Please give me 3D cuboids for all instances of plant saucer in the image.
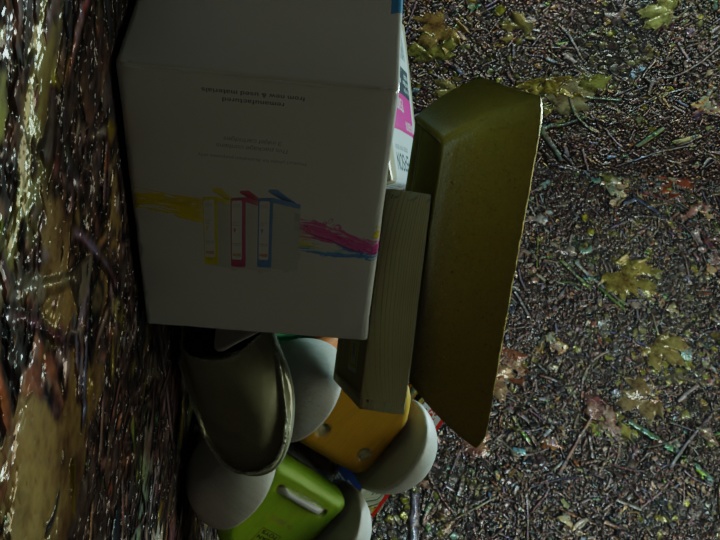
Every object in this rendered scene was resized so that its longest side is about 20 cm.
[{"bbox_3d":[0.054,-0.019,0.671,0.200,0.048,0.202,-108,-155,-76],"label":"plant saucer"}]

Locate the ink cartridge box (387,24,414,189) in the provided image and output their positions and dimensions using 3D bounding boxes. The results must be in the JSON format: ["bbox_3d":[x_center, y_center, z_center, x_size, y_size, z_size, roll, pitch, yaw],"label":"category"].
[{"bbox_3d":[0.001,-0.151,0.947,0.200,0.074,0.166,-17,100,-80],"label":"ink cartridge box"}]

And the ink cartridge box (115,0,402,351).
[{"bbox_3d":[-0.048,-0.062,0.568,0.201,0.124,0.129,96,-2,-48],"label":"ink cartridge box"}]

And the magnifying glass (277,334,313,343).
[{"bbox_3d":[-0.044,0.014,0.805,0.200,0.079,0.023,92,-18,-70],"label":"magnifying glass"}]

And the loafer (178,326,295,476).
[{"bbox_3d":[-0.091,0.056,0.728,0.068,0.075,0.202,-65,149,-70],"label":"loafer"}]

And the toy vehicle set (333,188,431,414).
[{"bbox_3d":[0.010,0.019,0.692,0.200,0.026,0.125,174,-76,-84],"label":"toy vehicle set"}]

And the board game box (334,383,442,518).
[{"bbox_3d":[0.000,0.117,0.986,0.201,0.046,0.152,-56,-130,20],"label":"board game box"}]

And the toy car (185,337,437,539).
[{"bbox_3d":[-0.052,0.139,0.876,0.201,0.175,0.150,-52,-143,1],"label":"toy car"}]
